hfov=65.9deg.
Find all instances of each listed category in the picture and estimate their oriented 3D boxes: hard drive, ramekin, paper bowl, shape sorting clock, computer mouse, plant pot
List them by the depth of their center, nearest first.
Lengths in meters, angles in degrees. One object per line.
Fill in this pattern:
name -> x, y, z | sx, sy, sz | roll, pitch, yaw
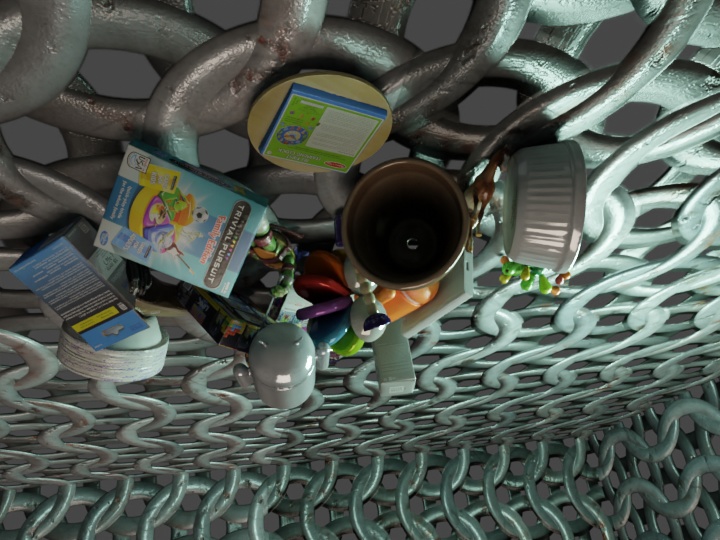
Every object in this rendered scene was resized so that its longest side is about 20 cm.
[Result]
shape sorting clock -> -0.054, -0.196, 0.755 | 0.196, 0.040, 0.201 | -8, 152, -4
computer mouse -> -0.298, -0.062, 0.855 | 0.198, 0.140, 0.053 | -29, 145, 15
ramekin -> 0.278, -0.099, 0.866 | 0.092, 0.206, 0.203 | 2, 152, 6
plant pot -> 0.080, -0.057, 0.909 | 0.196, 0.204, 0.175 | -13, 168, 8
paper bowl -> -0.478, 0.127, 1.088 | 0.197, 0.106, 0.201 | 15, -169, -3
hard drive -> 0.154, 0.040, 1.133 | 0.026, 0.134, 0.200 | 26, 139, -22

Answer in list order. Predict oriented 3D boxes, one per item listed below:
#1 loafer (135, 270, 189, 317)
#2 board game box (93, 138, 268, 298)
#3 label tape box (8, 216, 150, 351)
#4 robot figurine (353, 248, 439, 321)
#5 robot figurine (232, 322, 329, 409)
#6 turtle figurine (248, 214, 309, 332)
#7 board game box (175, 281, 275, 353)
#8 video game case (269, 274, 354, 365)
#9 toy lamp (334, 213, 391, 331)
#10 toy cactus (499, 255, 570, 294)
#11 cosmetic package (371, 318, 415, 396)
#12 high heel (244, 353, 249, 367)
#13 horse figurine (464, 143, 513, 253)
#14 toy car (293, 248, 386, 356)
loafer -> -0.408, 0.052, 1.061 | 0.068, 0.077, 0.199 | -28, 147, 21
board game box -> -0.250, -0.070, 0.786 | 0.197, 0.047, 0.153 | 23, 107, -16
label tape box -> -0.457, 0.028, 0.936 | 0.142, 0.064, 0.201 | -21, 121, 23
robot figurine -> 0.077, 0.030, 1.116 | 0.142, 0.119, 0.199 | 21, 140, -38
robot figurine -> -0.134, 0.165, 0.957 | 0.167, 0.114, 0.201 | -14, 149, -15
turtle figurine -> -0.184, -0.013, 0.924 | 0.197, 0.145, 0.195 | -28, 140, -3
board game box -> -0.242, 0.093, 1.070 | 0.164, 0.199, 0.057 | 31, 92, -46
video game case -> -0.101, 0.109, 1.193 | 0.197, 0.036, 0.184 | 14, 109, -35
toy lamp -> 0.000, 0.000, 0.956 | 0.057, 0.204, 0.058 | -17, 175, -1
toy cactus -> 0.377, -0.030, 1.138 | 0.196, 0.103, 0.167 | 9, 128, -24
cosmetic package -> 0.069, 0.176, 1.284 | 0.088, 0.204, 0.107 | -6, 154, -1
high heel -> -0.161, 0.151, 1.231 | 0.196, 0.145, 0.072 | -13, 151, 8
horse figurine -> 0.192, -0.104, 0.926 | 0.049, 0.135, 0.201 | 15, 158, 3
toy car -> -0.055, 0.058, 1.025 | 0.173, 0.204, 0.149 | -16, 168, 39
